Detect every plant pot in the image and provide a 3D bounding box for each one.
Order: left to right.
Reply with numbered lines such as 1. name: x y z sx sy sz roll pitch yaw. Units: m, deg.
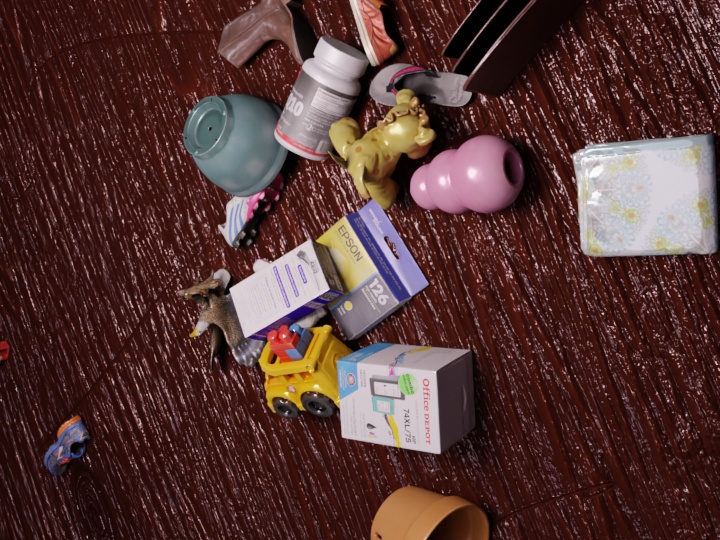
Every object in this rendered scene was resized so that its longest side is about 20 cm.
1. plant pot: -0.254 -0.257 1.432 0.200 0.134 0.201 -11 71 34
2. plant pot: 0.114 0.478 1.324 0.140 0.200 0.200 22 110 46

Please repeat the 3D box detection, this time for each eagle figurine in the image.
1. eagle figurine: -0.304 0.110 1.587 0.200 0.151 0.152 59 173 -23

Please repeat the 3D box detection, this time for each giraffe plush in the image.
1. giraffe plush: 0.049 -0.219 1.257 0.162 0.200 0.173 -34 83 14

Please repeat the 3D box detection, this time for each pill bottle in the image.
1. pill bottle: -0.069 -0.313 1.349 0.114 0.114 0.200 39 117 23

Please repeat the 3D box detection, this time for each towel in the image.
1. towel: 0.420 -0.108 1.100 0.200 0.048 0.171 -1 100 34

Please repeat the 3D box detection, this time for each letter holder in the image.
1. letter holder: 0.216 -0.377 1.132 0.101 0.142 0.200 51 121 16

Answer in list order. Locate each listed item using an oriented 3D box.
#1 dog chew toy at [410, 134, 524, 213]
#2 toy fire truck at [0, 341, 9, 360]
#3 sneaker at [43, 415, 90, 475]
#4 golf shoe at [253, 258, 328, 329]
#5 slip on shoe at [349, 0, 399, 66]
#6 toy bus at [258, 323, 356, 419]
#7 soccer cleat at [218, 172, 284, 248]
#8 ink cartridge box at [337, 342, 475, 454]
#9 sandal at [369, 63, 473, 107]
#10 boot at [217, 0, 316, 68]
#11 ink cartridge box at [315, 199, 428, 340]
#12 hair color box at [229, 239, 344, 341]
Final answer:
1. dog chew toy: 0.166 -0.149 1.221 0.200 0.124 0.125 -7 94 42
2. toy fire truck: -1.107 0.260 2.172 0.141 0.049 0.200 41 118 21
3. sneaker: -0.781 0.482 1.980 0.078 0.075 0.200 40 119 18
4. golf shoe: -0.157 0.050 1.471 0.200 0.075 0.092 36 82 31
5. slip on shoe: 0.017 -0.461 1.301 0.061 0.074 0.200 -18 86 12
6. toy bus: -0.122 0.175 1.403 0.200 0.136 0.192 -13 130 36
7. soccer cleat: -0.231 -0.135 1.512 0.086 0.070 0.200 46 119 19
8. ink cartridge box: 0.083 0.220 1.315 0.200 0.146 0.147 1 99 33
9. sandal: 0.098 -0.319 1.278 0.200 0.045 0.075 12 105 32
10. boot: -0.188 -0.433 1.437 0.200 0.064 0.187 -24 71 31
11. ink cartridge box: 0.000 0.000 1.398 0.200 0.047 0.198 -40 74 34
12. hair color box: -0.141 0.039 1.397 0.200 0.065 0.109 -30 67 21
